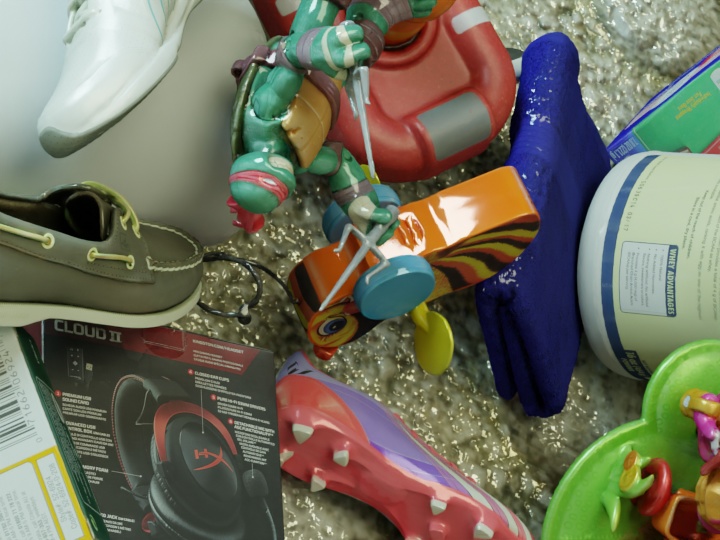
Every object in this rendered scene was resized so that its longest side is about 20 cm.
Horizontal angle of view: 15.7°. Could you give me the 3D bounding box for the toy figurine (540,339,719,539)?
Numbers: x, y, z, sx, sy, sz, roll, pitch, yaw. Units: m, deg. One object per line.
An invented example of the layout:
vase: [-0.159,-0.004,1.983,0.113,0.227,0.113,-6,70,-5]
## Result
toy figurine: [0.216,0.151,1.461,0.149,0.184,0.201,22,90,-24]

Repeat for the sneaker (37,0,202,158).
sneaker: [-0.123,-0.139,1.329,0.080,0.070,0.201,41,52,-18]

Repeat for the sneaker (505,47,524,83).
sneaker: [0.021,-0.145,1.630,0.199,0.071,0.100,-12,79,-32]

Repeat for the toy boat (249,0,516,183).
toy boat: [0.019,-0.159,1.524,0.130,0.131,0.201,-27,84,-26]

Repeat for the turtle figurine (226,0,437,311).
turtle figurine: [-0.020,-0.091,1.370,0.100,0.150,0.201,12,62,12]

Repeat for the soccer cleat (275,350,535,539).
soccer cleat: [0.028,0.119,1.517,0.199,0.067,0.077,32,39,-18]

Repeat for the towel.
towel: [0.108,-0.027,1.606,0.148,0.049,0.201,66,31,-49]

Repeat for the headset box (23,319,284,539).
headset box: [-0.121,0.114,1.403,0.148,0.075,0.201,13,57,-30]

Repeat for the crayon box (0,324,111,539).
crayon box: [-0.237,0.123,1.299,0.199,0.052,0.126,-24,72,1]

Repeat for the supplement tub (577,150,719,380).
supplement tub: [0.249,0.003,1.601,0.145,0.199,0.146,-11,103,-55]

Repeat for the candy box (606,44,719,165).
candy box: [0.286,-0.057,1.691,0.200,0.169,0.077,48,46,-3]

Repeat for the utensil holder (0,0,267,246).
utensil holder: [-0.169,-0.089,1.423,0.199,0.170,0.171,-3,69,-35]

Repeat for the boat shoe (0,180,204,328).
boat shoe: [-0.145,-0.011,1.325,0.072,0.061,0.201,33,20,32]

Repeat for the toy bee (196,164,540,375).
toy bee: [0.000,0.000,1.486,0.198,0.109,0.132,2,59,-4]
